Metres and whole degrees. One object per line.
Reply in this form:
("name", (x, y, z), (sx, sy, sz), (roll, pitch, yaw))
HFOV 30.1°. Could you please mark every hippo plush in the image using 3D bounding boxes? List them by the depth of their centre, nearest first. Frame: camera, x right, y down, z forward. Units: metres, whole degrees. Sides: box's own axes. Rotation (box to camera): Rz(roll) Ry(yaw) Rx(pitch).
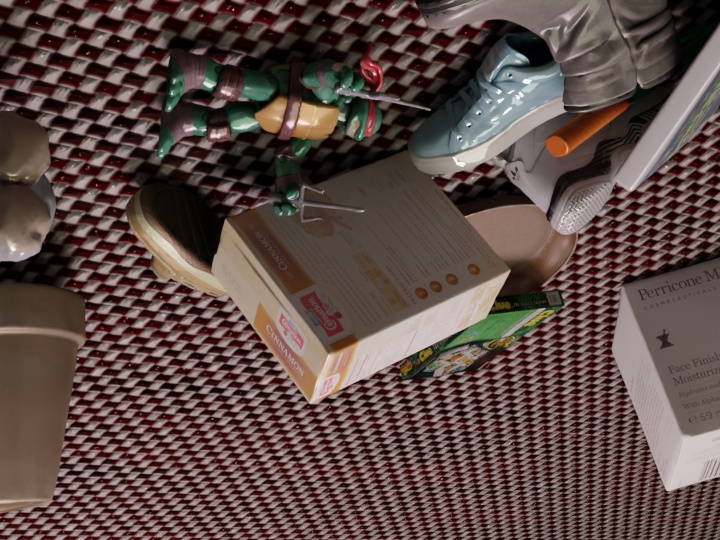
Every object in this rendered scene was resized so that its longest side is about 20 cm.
("hippo plush", (-0.296, -0.025, 0.994), (0.199, 0.160, 0.161), (-37, 161, -4))

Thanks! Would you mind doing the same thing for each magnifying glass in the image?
("magnifying glass", (0.225, -0.151, 1.097), (0.200, 0.023, 0.079), (-39, -169, -26))

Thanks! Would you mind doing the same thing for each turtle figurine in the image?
("turtle figurine", (-0.054, -0.116, 1.034), (0.198, 0.101, 0.151), (7, 130, -10))

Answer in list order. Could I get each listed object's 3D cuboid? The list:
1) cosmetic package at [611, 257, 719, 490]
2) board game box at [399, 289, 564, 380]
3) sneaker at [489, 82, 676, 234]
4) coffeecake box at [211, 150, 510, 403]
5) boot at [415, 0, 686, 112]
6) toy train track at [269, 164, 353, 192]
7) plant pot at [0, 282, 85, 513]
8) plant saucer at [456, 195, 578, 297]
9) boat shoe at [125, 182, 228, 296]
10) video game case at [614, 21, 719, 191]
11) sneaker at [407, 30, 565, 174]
("cosmetic package", (0.402, 0.116, 1.541), (0.163, 0.202, 0.166), (-15, 150, -3))
("board game box", (0.129, 0.073, 1.465), (0.104, 0.024, 0.200), (-3, 157, -27))
("sneaker", (0.197, -0.126, 1.176), (0.200, 0.115, 0.075), (-42, 163, -30))
("coffeecake box", (0.000, 0.000, 1.132), (0.199, 0.154, 0.073), (-23, 151, -33))
("boot", (0.148, -0.176, 1.003), (0.198, 0.070, 0.133), (-15, 117, -2))
("toy train track", (-0.051, -0.044, 1.215), (0.114, 0.033, 0.200), (-38, 156, -5))
("plant pot", (-0.326, 0.117, 1.140), (0.198, 0.176, 0.200), (-8, 168, -2))
("plant saucer", (0.120, -0.017, 1.349), (0.198, 0.032, 0.201), (-14, 149, -8))
("boat shoe", (-0.155, -0.014, 1.181), (0.075, 0.072, 0.200), (-16, 152, 21))
("video game case", (0.293, -0.168, 1.075), (0.182, 0.023, 0.201), (-35, 160, -52))
("sneaker", (0.116, -0.156, 1.099), (0.199, 0.074, 0.082), (-29, 131, 13))
